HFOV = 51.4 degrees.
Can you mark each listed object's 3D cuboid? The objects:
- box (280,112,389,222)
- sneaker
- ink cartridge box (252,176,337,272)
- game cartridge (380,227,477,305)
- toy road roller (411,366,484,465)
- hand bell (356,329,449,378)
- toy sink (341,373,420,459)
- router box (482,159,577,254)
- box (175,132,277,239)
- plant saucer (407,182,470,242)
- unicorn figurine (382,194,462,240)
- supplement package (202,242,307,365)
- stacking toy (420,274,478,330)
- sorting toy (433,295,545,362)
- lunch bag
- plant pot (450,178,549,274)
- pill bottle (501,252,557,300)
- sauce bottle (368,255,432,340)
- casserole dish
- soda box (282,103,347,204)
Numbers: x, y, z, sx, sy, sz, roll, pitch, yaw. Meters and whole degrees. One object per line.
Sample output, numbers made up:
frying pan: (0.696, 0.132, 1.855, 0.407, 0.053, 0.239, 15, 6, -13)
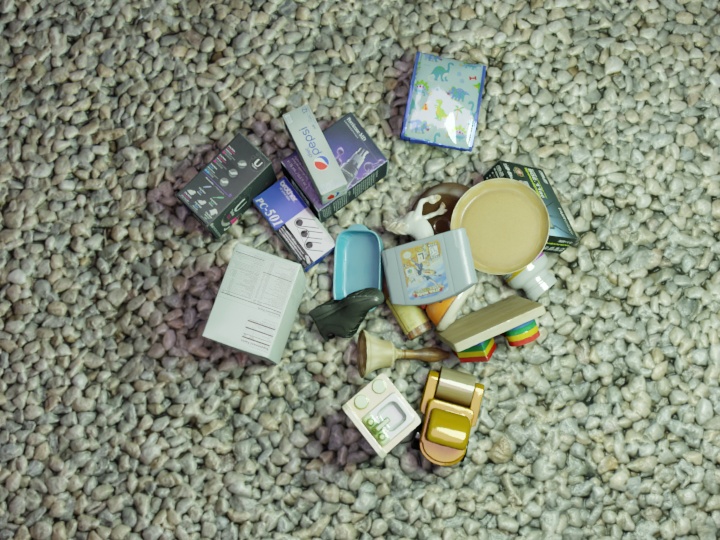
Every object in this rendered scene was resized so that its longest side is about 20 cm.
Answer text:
box: (-0.056, -0.231, 1.686, 0.199, 0.104, 0.148, -38, 81, -6)
sneaker: (-0.020, 0.095, 1.604, 0.076, 0.199, 0.091, -22, 89, -48)
ink cartridge box: (-0.148, -0.103, 1.692, 0.094, 0.044, 0.201, -36, 81, -8)
game cartridge: (0.139, 0.001, 1.542, 0.199, 0.041, 0.135, -16, 77, 32)
toy road roller: (0.186, 0.306, 1.565, 0.122, 0.146, 0.202, 15, 80, 2)
hand bell: (0.099, 0.182, 1.630, 0.198, 0.104, 0.105, 2, 79, -12)
toy sink: (0.043, 0.296, 1.540, 0.112, 0.200, 0.131, -39, 81, -7)
router box: (0.368, -0.137, 1.630, 0.149, 0.062, 0.201, 4, 56, -38)
box: (-0.294, -0.186, 1.667, 0.106, 0.122, 0.200, 43, 82, 8)
plant saucer: (0.185, -0.096, 1.647, 0.199, 0.037, 0.203, -1, 88, 32)
unicorn figurine: (0.134, -0.093, 1.608, 0.137, 0.074, 0.201, -35, 50, 3)
supplement package: (-0.217, 0.076, 1.583, 0.146, 0.191, 0.202, 18, 79, 4)
stacking toy: (0.140, 0.022, 1.614, 0.199, 0.146, 0.147, 34, 81, 9)
sorting toy: (0.276, 0.131, 1.580, 0.198, 0.199, 0.070, -23, 96, -4)
lunch bag: (0.186, -0.372, 1.704, 0.168, 0.128, 0.202, 10, 70, 1)
plant pot: (0.284, -0.088, 1.529, 0.198, 0.027, 0.202, -3, 78, 12)
pill bottle: (0.342, -0.033, 1.652, 0.104, 0.104, 0.200, -37, 82, -7)
sauce bottle: (0.085, 0.055, 1.653, 0.066, 0.066, 0.201, -28, 82, -5)
casserole dish: (0.000, 0.000, 1.645, 0.120, 0.039, 0.202, 3, 92, 33)
soda box: (-0.097, -0.248, 1.602, 0.063, 0.068, 0.201, -25, 80, -6)
